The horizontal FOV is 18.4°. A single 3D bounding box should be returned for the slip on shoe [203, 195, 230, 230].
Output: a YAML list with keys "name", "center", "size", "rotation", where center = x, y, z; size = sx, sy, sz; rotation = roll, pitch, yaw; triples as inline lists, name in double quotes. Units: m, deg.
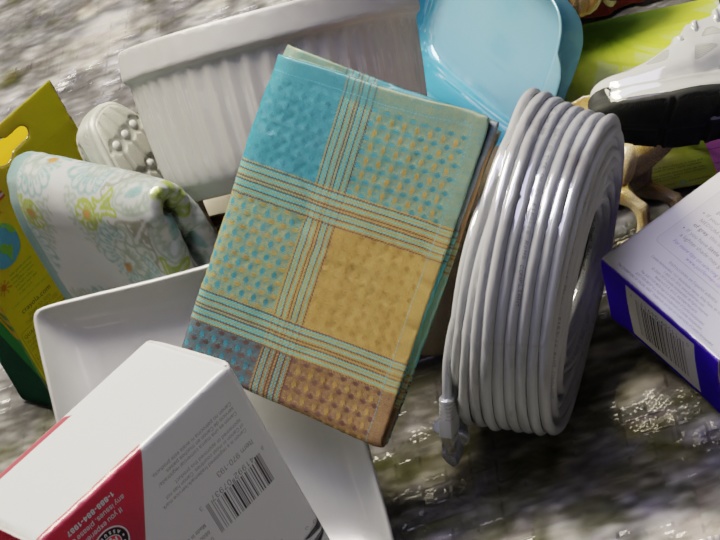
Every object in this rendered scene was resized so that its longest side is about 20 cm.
- name: "slip on shoe"
  center: [-0.099, -0.047, 1.587]
  size: [0.200, 0.076, 0.061]
  rotation: [-15, 59, 55]

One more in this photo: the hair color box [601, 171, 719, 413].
- name: "hair color box"
  center: [0.254, -0.015, 1.324]
  size: [0.200, 0.065, 0.109]
  rotation: [-36, 52, -13]

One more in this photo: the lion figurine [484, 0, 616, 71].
- name: "lion figurine"
  center: [0.111, -0.216, 1.595]
  size: [0.072, 0.123, 0.200]
  rotation: [4, 24, -34]

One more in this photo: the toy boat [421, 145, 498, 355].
- name: "toy boat"
  center: [0.019, -0.020, 1.393]
  size: [0.130, 0.132, 0.200]
  rotation: [5, 7, 15]

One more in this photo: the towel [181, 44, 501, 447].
- name: "towel"
  center: [-0.014, -0.016, 1.289]
  size: [0.146, 0.201, 0.022]
  rotation: [22, 9, 21]

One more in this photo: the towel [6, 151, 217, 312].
- name: "towel"
  center: [-0.132, 0.013, 1.438]
  size: [0.171, 0.201, 0.048]
  rotation: [10, 47, 47]

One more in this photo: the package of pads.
- name: "package of pads"
  center: [0.238, -0.123, 1.510]
  size: [0.199, 0.068, 0.155]
  rotation: [-11, 34, 24]

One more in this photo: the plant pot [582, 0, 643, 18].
- name: "plant pot"
  center: [0.169, -0.312, 1.728]
  size: [0.200, 0.201, 0.196]
  rotation: [-16, 41, 14]

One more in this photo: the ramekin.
- name: "ramekin"
  center: [-0.049, -0.113, 1.434]
  size: [0.199, 0.106, 0.200]
  rotation: [-14, 4, 1]

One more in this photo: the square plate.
- name: "square plate"
  center: [-0.087, 0.098, 1.341]
  size: [0.197, 0.201, 0.028]
  rotation: [-15, -5, 18]

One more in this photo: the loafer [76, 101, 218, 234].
- name: "loafer"
  center: [-0.134, -0.024, 1.502]
  size: [0.070, 0.201, 0.070]
  rotation: [-15, 27, 39]

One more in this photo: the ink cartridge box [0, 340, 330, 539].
- name: "ink cartridge box"
  center: [-0.098, 0.164, 1.209]
  size: [0.145, 0.201, 0.083]
  rotation: [-43, 32, -26]

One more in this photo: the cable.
- name: "cable"
  center: [0.105, -0.003, 1.307]
  size: [0.069, 0.201, 0.200]
  rotation: [13, 41, 13]

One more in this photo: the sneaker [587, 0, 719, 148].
- name: "sneaker"
  center: [0.227, -0.150, 1.390]
  size: [0.199, 0.076, 0.116]
  rotation: [-12, 69, -8]

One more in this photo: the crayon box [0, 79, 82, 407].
- name: "crayon box"
  center: [-0.226, -0.020, 1.557]
  size: [0.051, 0.201, 0.127]
  rotation: [11, 46, 43]

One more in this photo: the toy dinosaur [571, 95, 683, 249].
- name: "toy dinosaur"
  center: [0.170, -0.068, 1.432]
  size: [0.199, 0.102, 0.058]
  rotation: [-19, -1, 23]

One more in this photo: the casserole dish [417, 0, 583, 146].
- name: "casserole dish"
  center: [0.088, -0.162, 1.529]
  size: [0.039, 0.122, 0.200]
  rotation: [-1, 30, -38]
